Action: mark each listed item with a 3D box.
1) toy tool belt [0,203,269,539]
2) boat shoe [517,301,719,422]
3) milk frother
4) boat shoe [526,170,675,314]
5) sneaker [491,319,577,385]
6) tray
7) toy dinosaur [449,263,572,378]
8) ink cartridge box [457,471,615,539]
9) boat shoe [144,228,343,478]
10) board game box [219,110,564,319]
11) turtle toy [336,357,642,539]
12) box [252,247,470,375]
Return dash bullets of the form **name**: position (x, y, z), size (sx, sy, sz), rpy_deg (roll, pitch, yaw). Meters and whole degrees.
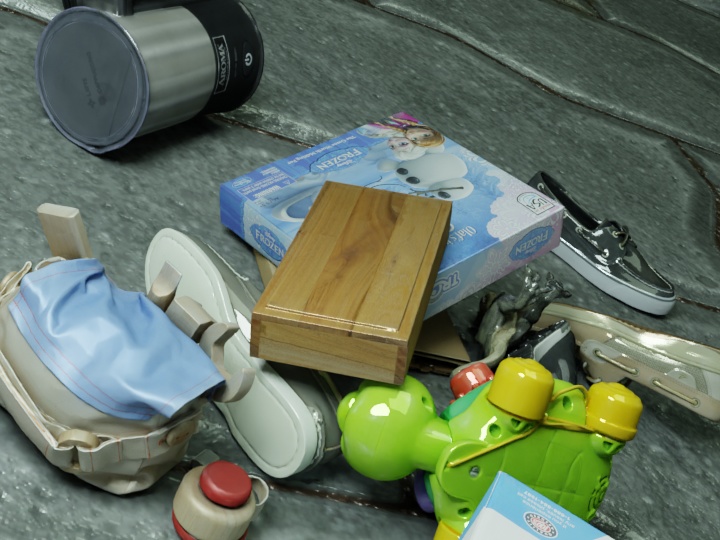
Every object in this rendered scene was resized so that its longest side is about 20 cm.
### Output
- **toy tool belt**: position (-0.126, 0.059, 0.676), size (0.199, 0.124, 0.125), rpy_deg (36, 29, 14)
- **boat shoe**: position (0.219, 0.074, 1.011), size (0.198, 0.066, 0.072), rpy_deg (17, 1, 22)
- **milk frother**: position (-0.222, -0.204, 1.047), size (0.198, 0.182, 0.188), rpy_deg (-9, 12, 29)
- **boat shoe**: position (0.245, -0.029, 1.220), size (0.199, 0.057, 0.069), rpy_deg (36, 29, 15)
- **sneaker**: position (0.137, 0.104, 0.917), size (0.088, 0.075, 0.200), rpy_deg (60, 24, 0)
- **tray**: position (0.000, 0.000, 0.796), size (0.098, 0.037, 0.200), rpy_deg (10, 29, 8)
- **toy dinosaur**: position (0.119, 0.038, 0.931), size (0.047, 0.088, 0.200), rpy_deg (45, 14, 2)
- **ink cartridge box**: position (0.073, 0.223, 0.578), size (0.128, 0.126, 0.200), rpy_deg (31, 28, 7)
- **boat shoe**: position (-0.078, 0.051, 0.793), size (0.060, 0.072, 0.202), rpy_deg (-5, 48, -48)
- **board game box**: position (0.024, -0.044, 0.946), size (0.199, 0.044, 0.199), rpy_deg (-26, 46, -32)
- **turtle toy**: position (0.080, 0.118, 0.759), size (0.198, 0.147, 0.101), rpy_deg (17, 7, -28)
- **box**: position (-0.010, 0.004, 0.978), size (0.162, 0.021, 0.201), rpy_deg (12, 33, -26)
